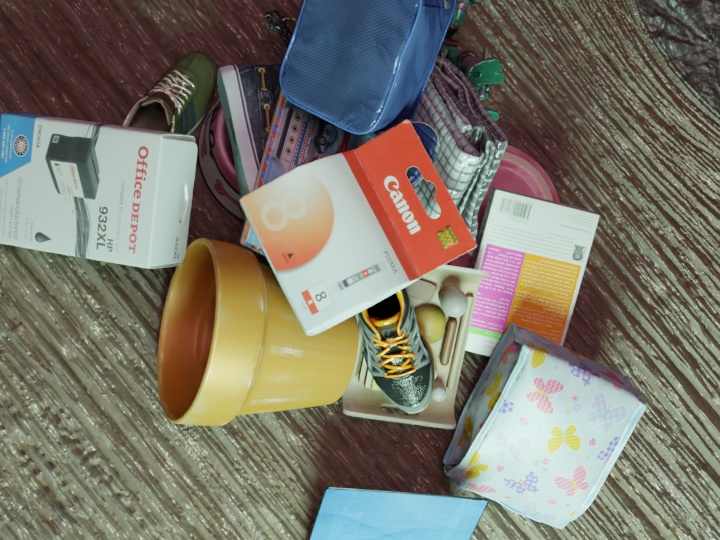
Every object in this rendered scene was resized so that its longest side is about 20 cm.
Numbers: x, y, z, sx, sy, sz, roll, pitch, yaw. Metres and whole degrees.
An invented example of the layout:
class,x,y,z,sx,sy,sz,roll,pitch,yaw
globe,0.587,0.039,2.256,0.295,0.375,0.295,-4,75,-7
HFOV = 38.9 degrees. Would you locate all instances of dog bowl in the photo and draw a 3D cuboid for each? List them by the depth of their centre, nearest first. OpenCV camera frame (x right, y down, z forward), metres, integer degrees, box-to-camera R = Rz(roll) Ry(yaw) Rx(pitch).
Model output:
class,x,y,z,sx,sy,sz,roll,pitch,yaw
dog bowl,-0.097,-0.154,1.245,0.199,0.074,0.201,3,76,-12

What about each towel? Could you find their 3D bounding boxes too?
class,x,y,z,sx,sy,sz,roll,pitch,yaw
towel,0.089,-0.136,1.196,0.085,0.166,0.200,0,42,-28

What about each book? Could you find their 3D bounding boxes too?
class,x,y,z,sx,sy,sz,roll,pitch,yaw
book,0.198,0.011,1.245,0.133,0.048,0.201,13,102,-7

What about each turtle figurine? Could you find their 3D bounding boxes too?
class,x,y,z,sx,sy,sz,roll,pitch,yaw
turtle figurine,0.126,-0.270,1.301,0.100,0.150,0.200,-19,42,2

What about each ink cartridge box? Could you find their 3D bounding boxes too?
class,x,y,z,sx,sy,sz,roll,pitch,yaw
ink cartridge box,-0.003,-0.047,1.058,0.199,0.050,0.163,-29,80,5
ink cartridge box,-0.292,-0.089,1.119,0.199,0.084,0.146,9,97,16

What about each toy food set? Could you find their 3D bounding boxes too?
class,x,y,z,sx,sy,sz,roll,pitch,yaw
toy food set,0.064,0.084,1.202,0.143,0.060,0.201,8,103,-11

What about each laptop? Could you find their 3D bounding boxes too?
class,x,y,z,sx,sy,sz,roll,pitch,yaw
laptop,0.034,0.351,1.138,0.186,0.116,0.201,7,76,-11

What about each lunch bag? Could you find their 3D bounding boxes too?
class,x,y,z,sx,sy,sz,roll,pitch,yaw
lunch bag,0.011,-0.241,1.111,0.135,0.132,0.201,30,114,17
lunch bag,0.209,0.189,1.210,0.169,0.127,0.201,24,100,-6

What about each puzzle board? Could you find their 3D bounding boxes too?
class,x,y,z,sx,sy,sz,roll,pitch,yaw
puzzle board,-0.053,-0.096,1.161,0.150,0.017,0.201,27,69,-41

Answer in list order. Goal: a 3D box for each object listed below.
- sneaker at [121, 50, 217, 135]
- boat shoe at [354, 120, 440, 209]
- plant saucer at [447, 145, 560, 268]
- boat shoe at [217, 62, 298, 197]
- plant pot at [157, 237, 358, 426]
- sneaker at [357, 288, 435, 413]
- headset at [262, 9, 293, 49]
class,x,y,z,sx,sy,sz,roll,pitch,yaw
sneaker,-0.229,-0.189,1.213,0.067,0.090,0.201,31,73,-4
boat shoe,0.010,-0.082,1.126,0.200,0.072,0.072,-43,75,3
plant saucer,0.169,-0.074,1.299,0.199,0.051,0.202,3,76,-12
boat shoe,-0.100,-0.147,1.166,0.090,0.071,0.201,-10,79,-14
plant pot,-0.109,0.078,1.139,0.182,0.200,0.201,10,75,-26
sneaker,0.033,0.071,1.140,0.078,0.077,0.201,-17,103,6
headset,-0.037,-0.293,1.239,0.094,0.124,0.200,46,35,4
